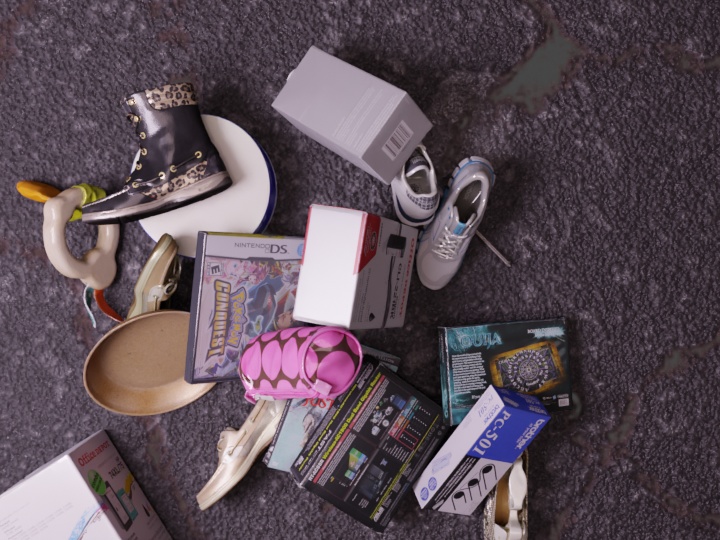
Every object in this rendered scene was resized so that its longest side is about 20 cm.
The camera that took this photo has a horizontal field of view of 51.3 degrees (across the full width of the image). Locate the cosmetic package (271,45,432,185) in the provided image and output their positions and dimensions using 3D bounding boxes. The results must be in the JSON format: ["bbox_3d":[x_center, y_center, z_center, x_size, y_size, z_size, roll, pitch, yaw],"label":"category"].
[{"bbox_3d":[-0.015,-0.212,1.012,0.200,0.090,0.107,38,92,39],"label":"cosmetic package"}]

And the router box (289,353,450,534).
[{"bbox_3d":[0.017,0.243,1.051,0.149,0.062,0.201,37,84,-20],"label":"router box"}]

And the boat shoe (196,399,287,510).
[{"bbox_3d":[-0.172,0.251,1.076,0.065,0.072,0.200,40,85,4],"label":"boat shoe"}]

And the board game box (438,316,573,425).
[{"bbox_3d":[0.208,0.140,1.067,0.197,0.028,0.137,-3,88,-19],"label":"board game box"}]

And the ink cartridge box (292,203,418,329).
[{"bbox_3d":[0.000,0.000,0.999,0.083,0.200,0.146,9,91,22],"label":"ink cartridge box"}]

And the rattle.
[{"bbox_3d":[-0.419,-0.020,1.069,0.141,0.131,0.202,-1,118,10],"label":"rattle"}]

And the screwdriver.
[{"bbox_3d":[0.149,-0.077,1.099,0.200,0.029,0.028,45,90,-7],"label":"screwdriver"}]

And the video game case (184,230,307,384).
[{"bbox_3d":[-0.148,0.051,1.032,0.179,0.025,0.203,1,98,-40],"label":"video game case"}]

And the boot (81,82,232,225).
[{"bbox_3d":[-0.282,-0.150,0.984,0.198,0.073,0.152,-18,92,-4],"label":"boot"}]

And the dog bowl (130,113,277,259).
[{"bbox_3d":[-0.220,-0.116,1.062,0.197,0.079,0.203,0,91,0],"label":"dog bowl"}]

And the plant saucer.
[{"bbox_3d":[-0.282,0.121,1.040,0.199,0.201,0.036,-31,48,0],"label":"plant saucer"}]

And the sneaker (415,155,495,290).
[{"bbox_3d":[0.128,-0.059,1.047,0.074,0.087,0.202,19,109,-1],"label":"sneaker"}]

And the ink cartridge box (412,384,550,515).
[{"bbox_3d":[0.165,0.252,1.037,0.093,0.044,0.201,18,116,-32],"label":"ink cartridge box"}]

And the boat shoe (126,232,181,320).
[{"bbox_3d":[-0.275,0.031,1.031,0.063,0.074,0.202,23,128,-9],"label":"boat shoe"}]

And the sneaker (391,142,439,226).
[{"bbox_3d":[0.063,-0.165,1.042,0.076,0.081,0.202,-19,71,-10],"label":"sneaker"}]

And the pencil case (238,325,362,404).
[{"bbox_3d":[-0.081,0.123,0.948,0.091,0.199,0.094,42,61,-18],"label":"pencil case"}]

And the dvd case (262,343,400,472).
[{"bbox_3d":[-0.038,0.199,1.071,0.145,0.022,0.202,21,89,-26],"label":"dvd case"}]

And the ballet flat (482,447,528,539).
[{"bbox_3d":[0.214,0.336,1.076,0.067,0.075,0.203,2,91,-10],"label":"ballet flat"}]

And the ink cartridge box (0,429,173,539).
[{"bbox_3d":[-0.385,0.355,1.035,0.145,0.147,0.201,-32,92,1],"label":"ink cartridge box"}]
